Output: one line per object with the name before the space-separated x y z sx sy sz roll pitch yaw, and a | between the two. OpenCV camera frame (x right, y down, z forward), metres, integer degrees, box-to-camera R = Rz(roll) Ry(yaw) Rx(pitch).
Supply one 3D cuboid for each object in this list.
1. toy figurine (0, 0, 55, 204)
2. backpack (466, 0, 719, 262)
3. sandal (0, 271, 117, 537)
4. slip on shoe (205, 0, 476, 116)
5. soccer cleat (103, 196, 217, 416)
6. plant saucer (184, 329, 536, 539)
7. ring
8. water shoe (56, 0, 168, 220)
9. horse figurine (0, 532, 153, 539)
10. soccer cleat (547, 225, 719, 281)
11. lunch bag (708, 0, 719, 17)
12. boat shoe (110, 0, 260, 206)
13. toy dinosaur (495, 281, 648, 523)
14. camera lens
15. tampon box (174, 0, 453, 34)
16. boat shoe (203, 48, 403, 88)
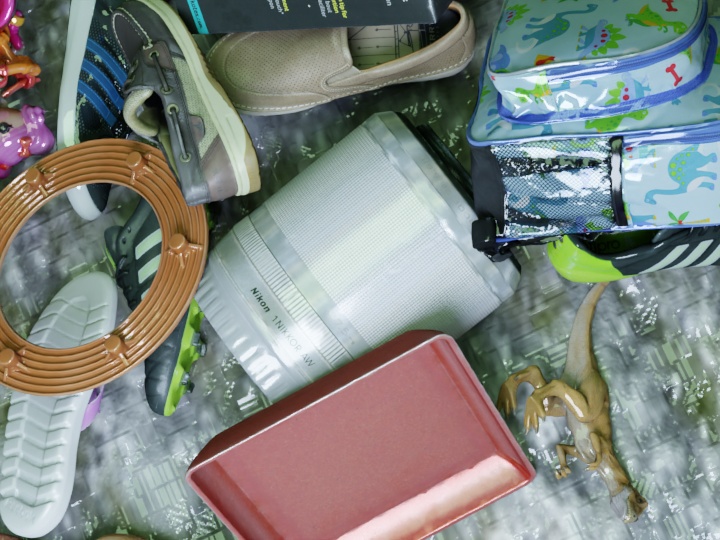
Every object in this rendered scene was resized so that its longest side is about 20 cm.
toy figurine | -0.291 -0.125 1.548 0.199 0.150 0.185 -29 87 20
backpack | 0.174 -0.108 1.338 0.199 0.183 0.148 0 123 13
sandal | -0.219 0.100 1.533 0.082 0.050 0.204 2 70 37
slip on shoe | -0.016 -0.157 1.472 0.199 0.061 0.077 -6 80 0
soccer cleat | -0.150 0.008 1.527 0.081 0.068 0.201 4 73 3
plant saucer | 0.000 0.129 1.425 0.199 0.200 0.037 -29 50 4
ring | -0.199 -0.007 1.452 0.199 0.019 0.201 -10 61 18
water shoe | -0.181 -0.138 1.558 0.078 0.072 0.201 2 82 7
horse figurine | -0.195 0.240 1.503 0.199 0.050 0.133 -13 83 10
soccer cleat | 0.228 -0.036 1.437 0.199 0.081 0.068 -15 78 -5
lunch bag | 0.210 -0.200 1.465 0.199 0.139 0.169 -3 96 11
boat shoe | -0.137 -0.122 1.454 0.065 0.073 0.200 -21 49 -19
toy dinosaur | 0.154 0.083 1.469 0.106 0.060 0.201 1 74 -28
camera lens | 0.000 0.000 1.451 0.200 0.160 0.160 -38 75 2
tampon box | -0.031 -0.260 1.449 0.199 0.126 0.151 0 122 25
boat shoe | -0.048 -0.164 1.543 0.199 0.074 0.066 -6 76 -1
